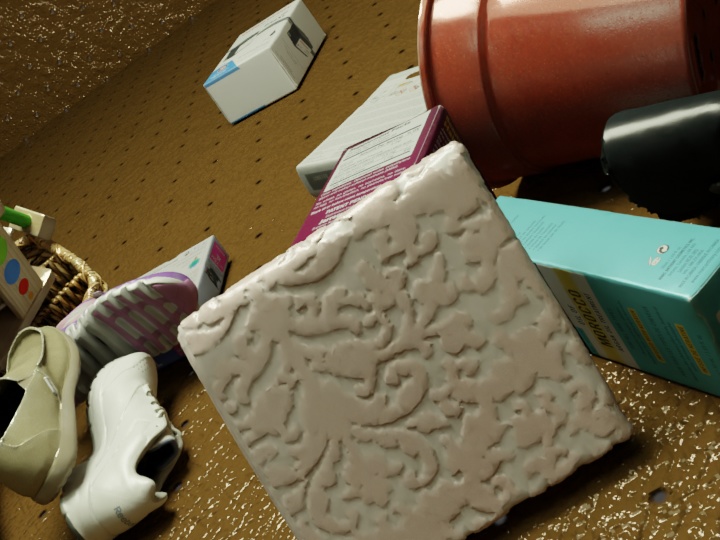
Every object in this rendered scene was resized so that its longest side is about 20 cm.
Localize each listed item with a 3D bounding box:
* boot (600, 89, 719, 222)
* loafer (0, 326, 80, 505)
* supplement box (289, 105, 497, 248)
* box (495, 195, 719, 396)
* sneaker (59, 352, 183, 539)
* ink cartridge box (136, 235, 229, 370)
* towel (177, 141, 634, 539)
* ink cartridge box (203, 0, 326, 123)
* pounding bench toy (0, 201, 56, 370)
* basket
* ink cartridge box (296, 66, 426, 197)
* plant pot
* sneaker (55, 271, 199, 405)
[{"bbox_3d":[0.207,-0.079,0.514,0.167,0.199,0.077,-7,78,44],"label":"boot"},{"bbox_3d":[-0.282,0.107,0.763,0.076,0.068,0.200,-51,35,13],"label":"loafer"},{"bbox_3d":[0.028,-0.001,0.649,0.103,0.131,0.201,-18,31,34],"label":"supplement box"},{"bbox_3d":[0.146,0.010,0.536,0.049,0.083,0.200,-45,26,-15],"label":"box"},{"bbox_3d":[-0.189,0.144,0.772,0.086,0.075,0.201,-23,37,12],"label":"sneaker"},{"bbox_3d":[-0.209,0.051,0.969,0.119,0.042,0.201,-28,26,17],"label":"ink cartridge box"},{"bbox_3d":[0.022,0.060,0.510,0.199,0.192,0.032,-33,-4,9],"label":"towel"},{"bbox_3d":[-0.157,-0.354,1.518,0.144,0.084,0.201,-23,29,29],"label":"ink cartridge box"},{"bbox_3d":[-0.419,-0.027,0.965,0.123,0.157,0.201,9,56,15],"label":"pounding bench toy"},{"bbox_3d":[-0.376,0.072,1.022,0.200,0.149,0.142,-48,28,-23],"label":"basket"},{"bbox_3d":[0.043,-0.163,1.006,0.162,0.057,0.200,-5,32,48],"label":"ink cartridge box"},{"bbox_3d":[0.178,-0.168,0.687,0.194,0.202,0.201,0,43,40],"label":"plant pot"},{"bbox_3d":[-0.239,0.050,0.882,0.199,0.081,0.089,-30,26,20],"label":"sneaker"}]
